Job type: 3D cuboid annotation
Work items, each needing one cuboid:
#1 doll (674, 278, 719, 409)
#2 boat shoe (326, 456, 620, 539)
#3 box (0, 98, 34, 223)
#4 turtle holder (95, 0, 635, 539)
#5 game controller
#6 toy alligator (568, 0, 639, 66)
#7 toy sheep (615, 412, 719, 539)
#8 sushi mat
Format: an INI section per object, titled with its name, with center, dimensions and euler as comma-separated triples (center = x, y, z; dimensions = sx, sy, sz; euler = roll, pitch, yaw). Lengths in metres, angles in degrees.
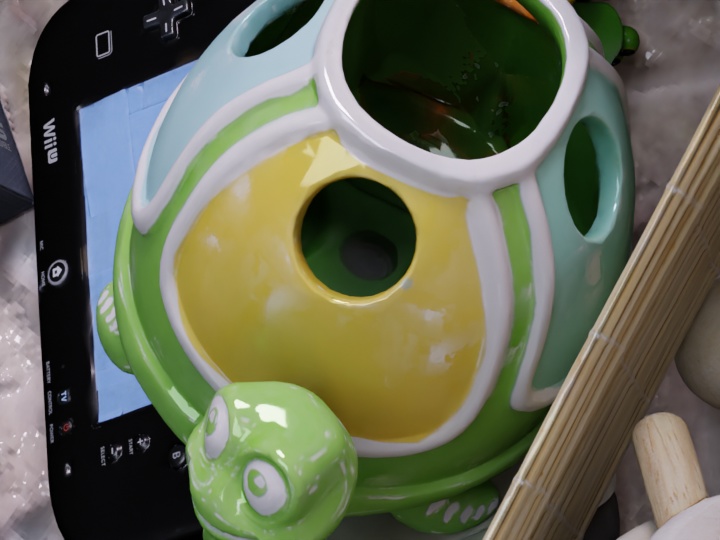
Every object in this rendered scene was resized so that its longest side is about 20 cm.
[doll]
center = 0.160, -0.040, 0.826
dimensions = 0.200, 0.048, 0.137
euler = -48, 45, 7
[boat shoe]
center = -0.013, 0.108, 0.858
dimensions = 0.200, 0.072, 0.061
euler = -21, 108, 5
[box]
center = -0.213, -0.029, 0.900
dimensions = 0.157, 0.200, 0.051
euler = -26, 71, 15
[turtle holder]
center = -0.005, -0.009, 0.783
dimensions = 0.185, 0.132, 0.141
euler = -32, 70, -32
[game controller]
center = -0.054, -0.009, 0.903
dimensions = 0.104, 0.042, 0.201
euler = -15, 61, 17
[toy alligator]
center = 0.057, -0.079, 0.884
dimensions = 0.054, 0.059, 0.201
euler = -22, 85, -20
[toy sheep]
center = 0.099, 0.122, 0.759
dimensions = 0.137, 0.201, 0.138
euler = 5, 45, -5
[sushi mat]
center = 0.069, 0.028, 0.779
dimensions = 0.012, 0.096, 0.201
euler = 27, 86, 15
